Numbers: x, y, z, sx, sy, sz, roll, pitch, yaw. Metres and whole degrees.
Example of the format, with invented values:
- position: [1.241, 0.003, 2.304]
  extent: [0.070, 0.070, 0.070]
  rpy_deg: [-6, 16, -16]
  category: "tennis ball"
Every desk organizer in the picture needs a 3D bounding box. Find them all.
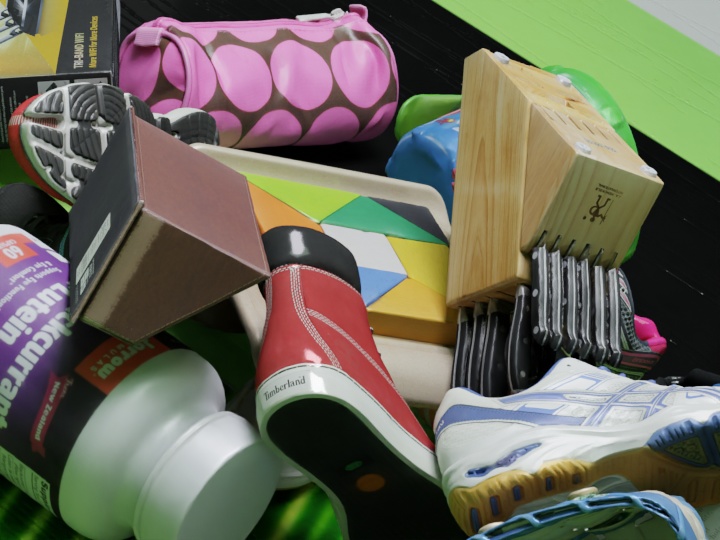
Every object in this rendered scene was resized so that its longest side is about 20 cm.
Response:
- position: [-0.102, -0.015, 1.504]
  extent: [0.077, 0.072, 0.200]
  rpy_deg: [28, 12, -13]
  category: "desk organizer"

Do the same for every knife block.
- position: [0.086, -0.006, 1.604]
  extent: [0.064, 0.176, 0.200]
  rpy_deg: [18, 21, -31]
  category: "knife block"

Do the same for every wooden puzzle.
- position: [0.000, 0.000, 1.642]
  extent: [0.185, 0.037, 0.200]
  rpy_deg: [10, 34, -27]
  category: "wooden puzzle"

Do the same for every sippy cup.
- position: [0.093, -0.056, 1.879]
  extent: [0.130, 0.140, 0.178]
  rpy_deg: [-14, 3, -32]
  category: "sippy cup"

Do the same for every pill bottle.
- position: [-0.142, 0.070, 1.495]
  extent: [0.200, 0.112, 0.111]
  rpy_deg: [34, 30, 24]
  category: "pill bottle"

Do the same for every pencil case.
- position: [-0.071, -0.129, 1.926]
  extent: [0.200, 0.094, 0.091]
  rpy_deg: [-7, 19, -43]
  category: "pencil case"

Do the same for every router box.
- position: [-0.233, -0.144, 1.837]
  extent: [0.157, 0.052, 0.200]
  rpy_deg: [-4, 30, -3]
  category: "router box"

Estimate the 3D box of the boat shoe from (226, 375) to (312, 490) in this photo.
- position: [-0.027, 0.061, 1.635]
  extent: [0.071, 0.069, 0.200]
  rpy_deg: [26, 28, 12]
  category: "boat shoe"

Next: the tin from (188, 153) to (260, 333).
- position: [-0.073, -0.019, 1.747]
  extent: [0.112, 0.042, 0.200]
  rpy_deg: [-8, 28, -13]
  category: "tin"

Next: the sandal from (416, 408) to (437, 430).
- position: [0.065, 0.066, 1.698]
  extent: [0.079, 0.059, 0.207]
  rpy_deg: [23, 27, -32]
  category: "sandal"

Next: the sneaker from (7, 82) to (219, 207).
- position: [-0.156, -0.062, 1.676]
  extent: [0.085, 0.077, 0.200]
  rpy_deg: [-3, -6, 25]
  category: "sneaker"

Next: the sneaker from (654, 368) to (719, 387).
- position: [0.199, 0.129, 1.607]
  extent: [0.073, 0.112, 0.200]
  rpy_deg: [-9, 32, -16]
  category: "sneaker"

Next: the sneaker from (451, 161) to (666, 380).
- position: [0.115, -0.003, 1.719]
  extent: [0.075, 0.200, 0.081]
  rpy_deg: [-30, 39, 3]
  category: "sneaker"

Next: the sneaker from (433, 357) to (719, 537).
- position: [0.135, 0.075, 1.478]
  extent: [0.200, 0.075, 0.088]
  rpy_deg: [-8, 48, -12]
  category: "sneaker"

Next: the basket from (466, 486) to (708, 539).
- position: [0.096, 0.185, 1.375]
  extent: [0.139, 0.176, 0.200]
  rpy_deg: [66, 17, -3]
  category: "basket"

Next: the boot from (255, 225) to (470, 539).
- position: [0.005, 0.067, 1.526]
  extent: [0.200, 0.072, 0.144]
  rpy_deg: [53, 22, -43]
  category: "boot"

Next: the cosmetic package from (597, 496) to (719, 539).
- position: [0.189, 0.187, 1.501]
  extent: [0.200, 0.101, 0.071]
  rpy_deg: [39, -5, 30]
  category: "cosmetic package"

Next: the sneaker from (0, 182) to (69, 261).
- position: [-0.158, -0.003, 1.651]
  extent: [0.073, 0.082, 0.200]
  rpy_deg: [-2, 34, -33]
  category: "sneaker"
